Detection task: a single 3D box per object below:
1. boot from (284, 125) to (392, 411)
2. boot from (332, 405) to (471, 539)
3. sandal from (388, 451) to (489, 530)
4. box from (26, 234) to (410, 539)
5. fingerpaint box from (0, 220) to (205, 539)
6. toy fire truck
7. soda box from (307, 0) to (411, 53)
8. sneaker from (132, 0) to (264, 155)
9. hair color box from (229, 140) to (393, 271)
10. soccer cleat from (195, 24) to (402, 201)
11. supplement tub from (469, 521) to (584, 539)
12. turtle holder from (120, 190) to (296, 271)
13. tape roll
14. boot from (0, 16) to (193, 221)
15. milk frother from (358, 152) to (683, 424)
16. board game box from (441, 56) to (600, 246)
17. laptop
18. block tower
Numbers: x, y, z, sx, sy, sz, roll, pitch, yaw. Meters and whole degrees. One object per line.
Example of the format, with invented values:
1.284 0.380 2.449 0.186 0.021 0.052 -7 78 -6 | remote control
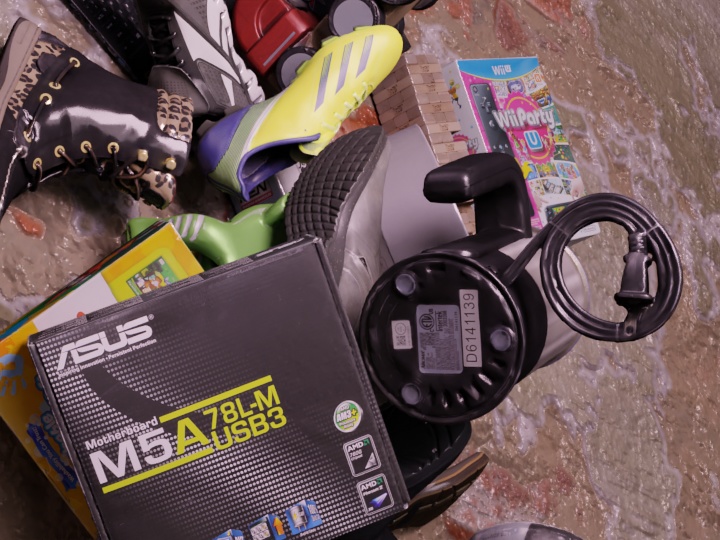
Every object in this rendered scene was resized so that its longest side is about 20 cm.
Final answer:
0.000 0.000 1.059 0.131 0.068 0.200 50 43 -35 | boot
0.012 0.195 1.061 0.073 0.198 0.162 52 -8 48 | boot
0.035 0.184 1.201 0.200 0.082 0.055 -16 62 -42 | sandal
-0.090 0.099 0.933 0.200 0.048 0.193 -19 102 -10 | box
-0.145 0.093 0.983 0.167 0.073 0.200 -37 102 -10 | fingerpaint box
-0.055 -0.264 1.224 0.200 0.176 0.129 48 17 5 | toy fire truck
-0.036 -0.275 1.326 0.063 0.071 0.200 -33 97 -51 | soda box
-0.140 -0.167 1.138 0.091 0.066 0.200 -65 145 -33 | sneaker
-0.028 -0.003 1.218 0.099 0.061 0.200 -21 88 -49 | hair color box
-0.038 -0.124 1.146 0.200 0.065 0.084 -35 57 -14 | soccer cleat
0.134 0.323 1.190 0.123 0.123 0.200 36 50 -30 | supplement tub
-0.086 0.025 1.091 0.185 0.132 0.141 1 72 -45 | turtle holder
0.058 -0.022 1.229 0.200 0.066 0.200 -22 90 -88 | tape roll
-0.206 -0.080 1.037 0.151 0.073 0.200 20 50 -20 | boot
0.131 0.016 1.008 0.188 0.200 0.181 -20 125 -66 | milk frother
0.149 -0.113 1.451 0.148 0.064 0.200 -12 80 -48 | board game box
-0.160 -0.272 1.172 0.200 0.103 0.177 50 44 -17 | laptop
0.067 -0.114 1.371 0.054 0.058 0.200 -11 80 -49 | block tower
